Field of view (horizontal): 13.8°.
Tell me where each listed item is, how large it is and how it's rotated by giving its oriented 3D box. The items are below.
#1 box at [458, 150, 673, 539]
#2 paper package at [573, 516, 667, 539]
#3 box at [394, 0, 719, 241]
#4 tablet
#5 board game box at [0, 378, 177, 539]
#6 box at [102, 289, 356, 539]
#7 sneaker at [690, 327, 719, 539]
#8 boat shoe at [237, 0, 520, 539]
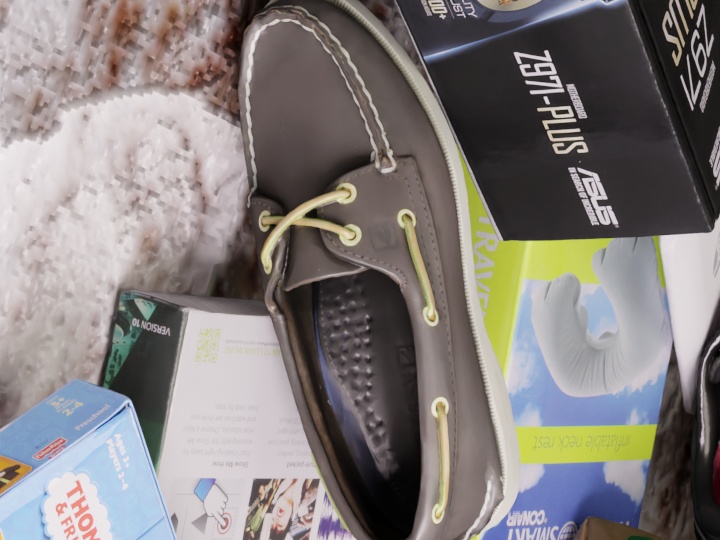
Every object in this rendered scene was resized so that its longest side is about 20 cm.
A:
[{"bbox_3d":[0.073,0.042,1.196,0.122,0.048,0.201,3,98,-53],"label":"box"},{"bbox_3d":[0.144,0.223,1.198,0.200,0.103,0.191,22,102,-25],"label":"paper package"},{"bbox_3d":[0.086,-0.137,1.071,0.164,0.086,0.200,65,33,-41],"label":"box"},{"bbox_3d":[0.147,-0.031,1.225,0.200,0.014,0.130,68,36,-66],"label":"tablet"},{"bbox_3d":[-0.133,0.150,0.937,0.200,0.037,0.152,-34,123,-31],"label":"board game box"},{"bbox_3d":[-0.047,0.110,1.070,0.144,0.036,0.201,6,95,-53],"label":"box"},{"bbox_3d":[0.186,0.032,1.248,0.084,0.077,0.201,41,61,-67],"label":"sneaker"},{"bbox_3d":[0.000,0.000,1.019,0.061,0.072,0.202,-21,93,-60],"label":"boat shoe"}]
